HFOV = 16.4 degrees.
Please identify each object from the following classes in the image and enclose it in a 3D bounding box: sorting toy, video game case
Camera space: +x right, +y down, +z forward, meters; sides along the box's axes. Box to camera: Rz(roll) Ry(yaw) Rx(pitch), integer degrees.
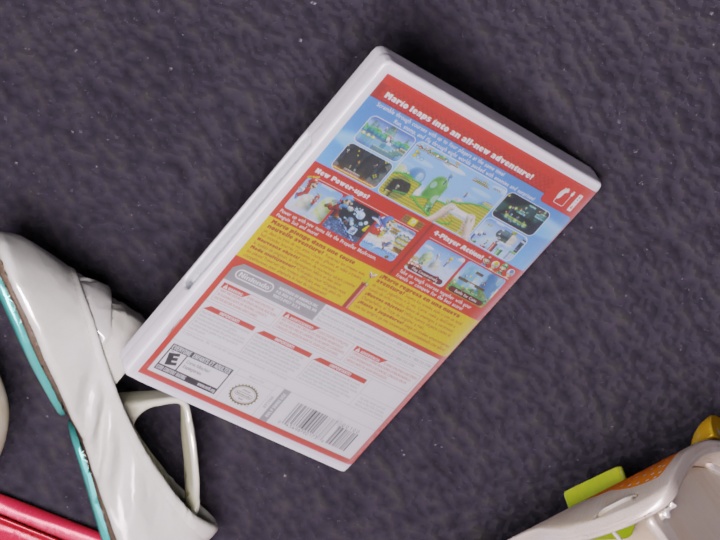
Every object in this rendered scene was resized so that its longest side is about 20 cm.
[{"bbox_3d":[0.131,0.172,1.233,0.180,0.107,0.200,-25,119,28],"label":"sorting toy"},{"bbox_3d":[0.000,0.000,1.182,0.143,0.017,0.200,27,114,-34],"label":"video game case"}]

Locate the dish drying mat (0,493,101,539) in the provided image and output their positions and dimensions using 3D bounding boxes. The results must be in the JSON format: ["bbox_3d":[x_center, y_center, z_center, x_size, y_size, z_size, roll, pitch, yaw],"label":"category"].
[{"bbox_3d":[-0.161,0.164,1.295,0.200,0.018,0.077,21,113,-3],"label":"dish drying mat"}]

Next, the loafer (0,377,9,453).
[{"bbox_3d":[-0.256,0.109,1.245,0.200,0.068,0.076,-41,74,19],"label":"loafer"}]

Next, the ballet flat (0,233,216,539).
[{"bbox_3d":[-0.122,0.060,1.224,0.069,0.069,0.200,-14,115,11],"label":"ballet flat"}]
